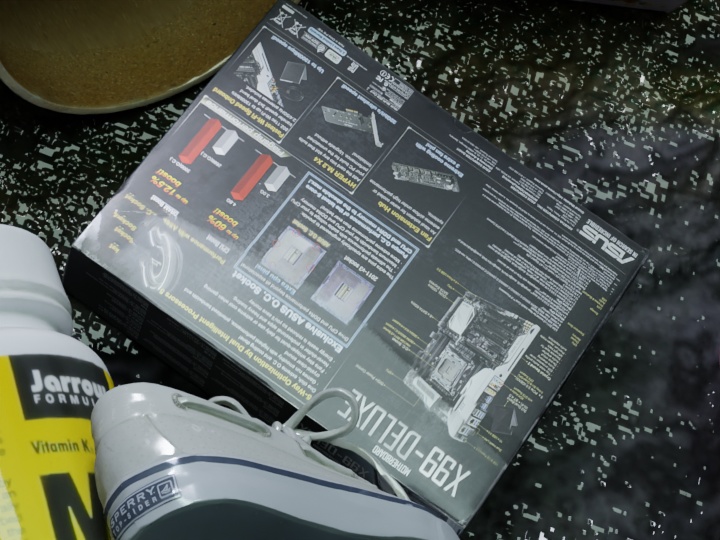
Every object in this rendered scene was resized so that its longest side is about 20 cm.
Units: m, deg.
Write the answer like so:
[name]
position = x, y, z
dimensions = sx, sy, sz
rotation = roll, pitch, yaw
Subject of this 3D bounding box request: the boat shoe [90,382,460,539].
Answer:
[boat shoe]
position = -0.033, 0.081, 0.762
dimensions = 0.202, 0.075, 0.086
rotation = 24, 35, -51

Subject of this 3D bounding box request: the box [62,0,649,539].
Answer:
[box]
position = 0.000, 0.000, 0.865
dimensions = 0.200, 0.050, 0.158
rotation = 35, 63, 3

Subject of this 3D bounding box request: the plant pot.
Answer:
[plant pot]
position = -0.130, -0.201, 0.883
dimensions = 0.186, 0.187, 0.200
rotation = -25, 60, -27

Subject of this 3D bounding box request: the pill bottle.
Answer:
[pill bottle]
position = -0.134, 0.092, 0.743
dimensions = 0.114, 0.114, 0.200
rotation = -10, 66, -22

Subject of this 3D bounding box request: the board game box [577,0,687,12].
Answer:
[board game box]
position = 0.070, -0.211, 0.977
dimensions = 0.200, 0.064, 0.148
rotation = 5, 80, -13
